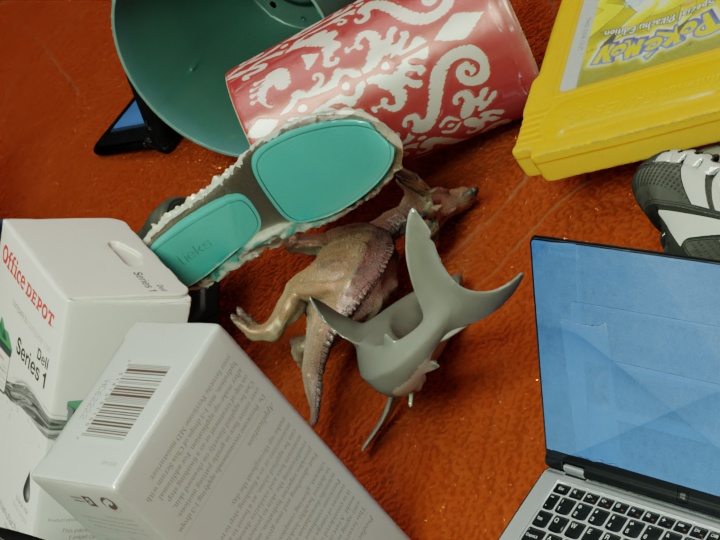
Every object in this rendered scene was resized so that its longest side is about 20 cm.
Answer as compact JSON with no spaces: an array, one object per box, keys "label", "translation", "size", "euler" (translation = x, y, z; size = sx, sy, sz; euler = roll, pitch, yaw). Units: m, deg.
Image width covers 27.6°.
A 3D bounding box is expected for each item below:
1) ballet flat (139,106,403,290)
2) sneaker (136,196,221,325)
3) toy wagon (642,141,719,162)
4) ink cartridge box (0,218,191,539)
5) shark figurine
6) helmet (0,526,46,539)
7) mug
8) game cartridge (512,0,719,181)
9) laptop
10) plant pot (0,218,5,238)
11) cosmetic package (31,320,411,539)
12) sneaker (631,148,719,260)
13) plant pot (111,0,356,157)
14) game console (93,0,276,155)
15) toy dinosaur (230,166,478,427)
[{"label":"ballet flat","translation":[-0.058,-0.053,0.948],"size":[0.200,0.072,0.072],"euler":[-27,34,22]},{"label":"sneaker","translation":[-0.155,0.054,1.062],"size":[0.114,0.076,0.200],"euler":[-38,42,43]},{"label":"toy wagon","translation":[0.252,-0.142,0.936],"size":[0.155,0.040,0.200],"euler":[-17,37,28]},{"label":"ink cartridge box","translation":[-0.185,0.081,0.936],"size":[0.146,0.084,0.201],"euler":[37,120,54]},{"label":"shark figurine","translation":[0.012,0.033,0.842],"size":[0.128,0.089,0.214],"euler":[-52,-2,-4]},{"label":"helmet","translation":[-0.160,0.238,0.728],"size":[0.200,0.190,0.200],"euler":[-52,2,3]},{"label":"mug","translation":[0.022,-0.124,1.054],"size":[0.199,0.178,0.134],"euler":[-25,63,4]},{"label":"game cartridge","translation":[0.194,-0.147,0.931],"size":[0.176,0.032,0.200],"euler":[-13,39,34]},{"label":"laptop","translation":[0.120,0.104,0.690],"size":[0.187,0.116,0.200],"euler":[10,56,50]},{"label":"plant pot","translation":[-0.411,0.000,1.269],"size":[0.200,0.180,0.200],"euler":[-32,32,9]},{"label":"cosmetic package","translation":[-0.063,0.127,0.758],"size":[0.071,0.200,0.102],"euler":[-1,47,44]},{"label":"sneaker","translation":[0.192,-0.004,0.798],"size":[0.090,0.067,0.200],"euler":[-38,35,-4]},{"label":"plant pot","translation":[-0.080,-0.219,1.219],"size":[0.200,0.201,0.161],"euler":[-13,28,33]},{"label":"game console","translation":[-0.178,-0.215,1.373],"size":[0.116,0.176,0.200],"euler":[22,62,22]},{"label":"toy dinosaur","translation":[0.000,0.000,0.956],"size":[0.135,0.086,0.200],"euler":[-19,35,31]}]
